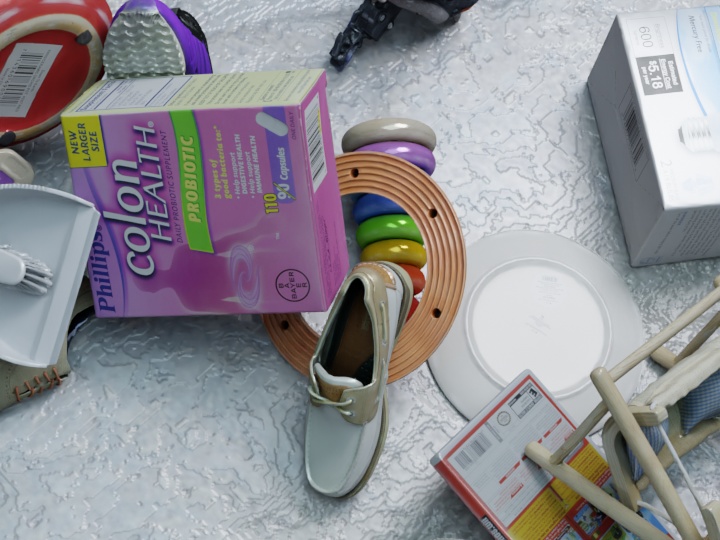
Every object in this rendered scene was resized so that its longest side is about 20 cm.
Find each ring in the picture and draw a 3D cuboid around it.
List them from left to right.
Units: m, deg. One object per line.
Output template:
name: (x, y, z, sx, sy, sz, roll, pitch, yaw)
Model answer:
ring: (0.000, 0.000, 1.472, 0.199, 0.019, 0.202, -3, 84, 26)

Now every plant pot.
plant pot: (-0.313, -0.216, 1.457, 0.200, 0.201, 0.183, -30, 63, -18)

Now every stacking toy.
stacking toy: (0.031, -0.027, 1.513, 0.085, 0.085, 0.201, -1, 73, -8)

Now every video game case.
video game case: (0.163, 0.192, 1.430, 0.200, 0.017, 0.143, 49, 47, 4)

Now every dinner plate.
dinner plate: (0.154, 0.053, 1.524, 0.199, 0.024, 0.201, 3, 67, -7)

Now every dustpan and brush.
dustpan and brush: (-0.320, -0.015, 1.385, 0.199, 0.057, 0.140, 17, 91, 20)

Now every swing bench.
swing bench: (0.282, 0.145, 1.417, 0.199, 0.130, 0.200, -31, 73, -40)

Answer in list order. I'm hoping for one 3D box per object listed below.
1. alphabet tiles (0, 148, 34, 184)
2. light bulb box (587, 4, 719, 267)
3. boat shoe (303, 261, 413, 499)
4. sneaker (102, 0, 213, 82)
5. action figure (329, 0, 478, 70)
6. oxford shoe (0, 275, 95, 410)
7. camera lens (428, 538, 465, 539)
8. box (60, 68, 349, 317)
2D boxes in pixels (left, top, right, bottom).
alphabet tiles: (-0.371, -0.054, 1.414, 0.195, 0.200, 0.015, -41, 32, 15)
light bulb box: (0.329, -0.125, 1.564, 0.199, 0.125, 0.199, -7, 69, -9)
boat shoe: (-0.014, 0.090, 1.420, 0.074, 0.068, 0.201, 14, 97, 24)
sneaker: (-0.169, -0.190, 1.488, 0.069, 0.200, 0.100, 1, 64, 7)
action figure: (0.053, -0.248, 1.558, 0.104, 0.193, 0.200, 37, 99, 14)
oxford shoe: (-0.279, 0.078, 1.429, 0.074, 0.071, 0.201, 29, 67, 2)
camera lens: (0.068, 0.285, 1.312, 0.159, 0.200, 0.161, -1, 78, 6)
box: (-0.122, -0.062, 1.413, 0.199, 0.177, 0.097, -1, 22, 13)
